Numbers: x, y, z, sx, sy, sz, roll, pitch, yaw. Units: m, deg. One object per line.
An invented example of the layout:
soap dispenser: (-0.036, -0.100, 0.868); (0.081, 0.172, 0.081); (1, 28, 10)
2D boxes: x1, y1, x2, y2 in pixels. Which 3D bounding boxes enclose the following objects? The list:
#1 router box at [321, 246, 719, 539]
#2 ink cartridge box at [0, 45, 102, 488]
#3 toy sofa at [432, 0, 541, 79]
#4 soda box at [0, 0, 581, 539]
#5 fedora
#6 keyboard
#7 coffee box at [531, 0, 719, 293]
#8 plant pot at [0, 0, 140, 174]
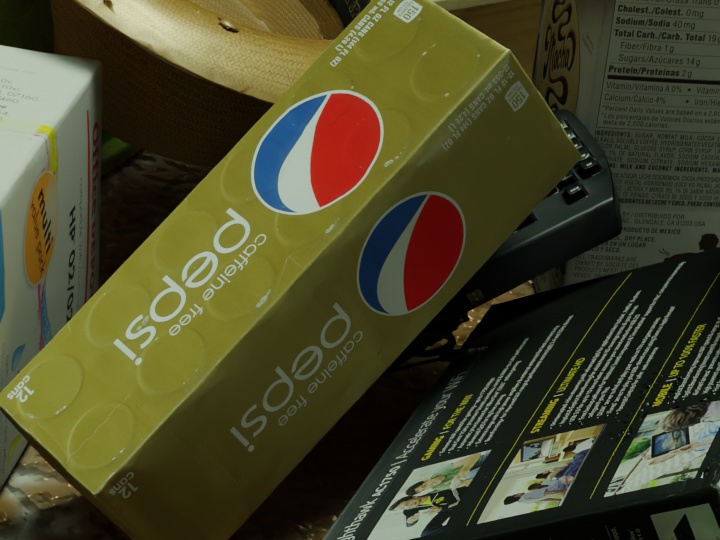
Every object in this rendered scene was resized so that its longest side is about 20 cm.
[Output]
router box: (0.084, 0.057, 0.886); (0.148, 0.051, 0.200); (-15, 18, 29)
ink cartridge box: (-0.139, -0.006, 0.954); (0.067, 0.116, 0.200); (9, 30, 8)
toy sofa: (0.028, -0.100, 1.191); (0.199, 0.083, 0.098); (-13, 35, -30)
soda box: (-0.023, 0.003, 0.903); (0.200, 0.064, 0.068); (-48, 46, -6)
fedora: (-0.067, -0.100, 1.045); (0.199, 0.082, 0.201); (20, 30, -12)
keyboard: (0.000, 0.000, 0.962); (0.199, 0.040, 0.104); (-27, 41, -3)
coffee box: (0.115, -0.082, 1.050); (0.079, 0.201, 0.113); (2, 28, -7)
plant pot: (-0.181, -0.155, 1.146); (0.199, 0.185, 0.201); (4, 29, -2)
